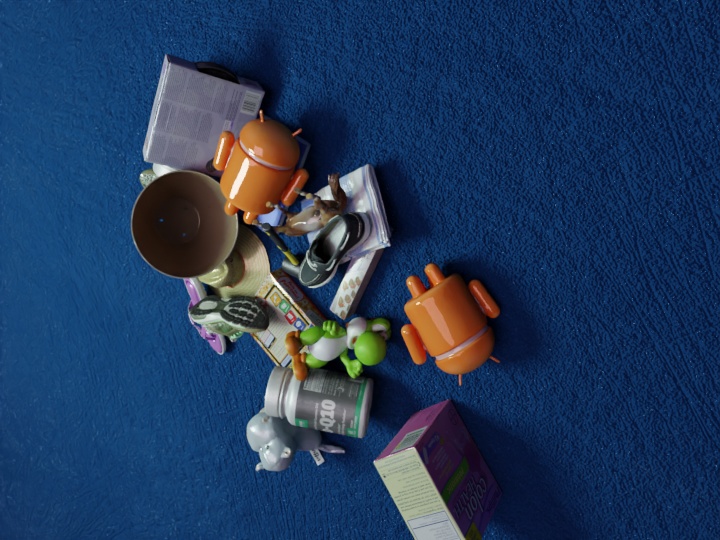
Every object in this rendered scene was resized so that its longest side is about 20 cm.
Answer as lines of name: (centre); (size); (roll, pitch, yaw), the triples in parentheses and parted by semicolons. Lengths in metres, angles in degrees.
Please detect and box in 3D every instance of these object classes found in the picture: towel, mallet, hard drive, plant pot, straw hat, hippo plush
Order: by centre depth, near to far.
towel: (-0.033, -0.091, 1.047); (0.198, 0.024, 0.150); (-19, 82, 43)
mallet: (-0.147, -0.040, 1.077); (0.065, 0.200, 0.042); (21, 73, 29)
hard drive: (-0.185, -0.187, 1.136); (0.131, 0.025, 0.203); (34, 118, 17)
plant pot: (-0.355, -0.094, 1.143); (0.134, 0.197, 0.205); (15, 116, 62)
hippo plush: (-0.171, 0.356, 1.205); (0.158, 0.160, 0.202); (-34, 86, 32)
straw hat: (-0.295, -0.005, 1.217); (0.197, 0.085, 0.206); (9, 109, 27)

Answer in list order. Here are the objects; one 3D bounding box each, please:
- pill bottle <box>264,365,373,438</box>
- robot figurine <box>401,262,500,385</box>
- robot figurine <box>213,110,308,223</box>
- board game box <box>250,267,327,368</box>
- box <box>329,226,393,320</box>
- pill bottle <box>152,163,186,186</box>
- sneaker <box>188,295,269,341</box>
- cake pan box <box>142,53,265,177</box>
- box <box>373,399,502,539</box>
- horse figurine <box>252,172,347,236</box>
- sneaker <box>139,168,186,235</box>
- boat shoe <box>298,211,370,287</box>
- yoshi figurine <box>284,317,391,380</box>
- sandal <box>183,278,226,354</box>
pill bottle: (-0.078, 0.250, 1.117); (0.195, 0.113, 0.116); (9, 110, 7)
robot figurine: (0.148, 0.088, 0.970); (0.202, 0.143, 0.116); (58, 145, 2)
robot figurine: (-0.180, -0.185, 1.044); (0.144, 0.116, 0.202); (43, 121, 18)
board game box: (-0.147, 0.121, 1.191); (0.200, 0.046, 0.152); (48, 122, 10)
box: (0.000, 0.000, 1.075); (0.038, 0.041, 0.203); (34, 119, 18)
pill bottle: (-0.346, -0.280, 1.151); (0.113, 0.113, 0.202); (34, 119, 17)
sneaker: (-0.260, 0.108, 1.193); (0.197, 0.077, 0.090); (7, 134, 32)
cake pan box: (-0.291, -0.279, 1.068); (0.053, 0.181, 0.203); (54, 129, 44)
box: (0.142, 0.368, 1.018); (0.096, 0.175, 0.203); (-29, 89, 33)
horse figurine: (-0.094, -0.102, 1.023); (0.197, 0.132, 0.051); (-22, 64, 30)
sneaker: (-0.423, -0.148, 1.248); (0.200, 0.088, 0.077); (42, 121, 13)
boat shoe: (-0.064, -0.035, 1.025); (0.200, 0.060, 0.076); (-49, 63, 35)
yoshi figurine: (-0.034, 0.142, 1.058); (0.196, 0.113, 0.114); (-15, 74, -2)
sandal: (-0.359, 0.102, 1.286); (0.082, 0.049, 0.206); (9, 122, 50)
